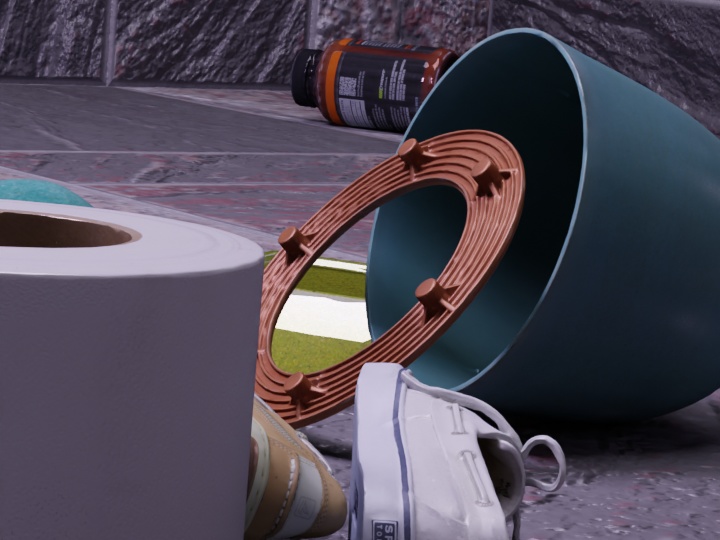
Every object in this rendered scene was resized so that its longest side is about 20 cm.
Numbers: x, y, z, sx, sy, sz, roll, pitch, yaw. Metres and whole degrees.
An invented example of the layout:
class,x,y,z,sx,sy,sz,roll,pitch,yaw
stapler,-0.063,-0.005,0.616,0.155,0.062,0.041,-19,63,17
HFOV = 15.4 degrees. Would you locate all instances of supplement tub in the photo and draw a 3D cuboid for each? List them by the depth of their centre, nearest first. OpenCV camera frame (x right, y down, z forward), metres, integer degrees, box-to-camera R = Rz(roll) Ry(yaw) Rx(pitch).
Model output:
class,x,y,z,sx,sy,sz,roll,pitch,yaw
supplement tub,0.019,-0.224,3.217,0.199,0.107,0.107,9,9,23

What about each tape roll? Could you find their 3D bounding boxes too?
class,x,y,z,sx,sy,sz,roll,pitch,yaw
tape roll,-0.138,0.052,0.986,0.202,0.140,0.203,5,8,-1

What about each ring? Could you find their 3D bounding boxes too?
class,x,y,z,sx,sy,sz,roll,pitch,yaw
ring,0.000,0.000,1.359,0.019,0.201,0.200,47,-13,-25

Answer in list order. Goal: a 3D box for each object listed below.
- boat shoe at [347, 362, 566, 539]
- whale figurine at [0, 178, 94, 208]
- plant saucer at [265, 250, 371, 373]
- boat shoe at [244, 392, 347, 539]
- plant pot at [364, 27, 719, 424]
class,x,y,z,sx,sy,sz,roll,pitch,yaw
boat shoe,0.039,0.086,1.083,0.086,0.075,0.202,4,10,-2
whale figurine,-0.208,-0.008,1.341,0.199,0.104,0.159,21,-15,-23
plant saucer,-0.022,0.025,1.585,0.199,0.048,0.200,8,8,23
boat shoe,-0.059,0.079,1.153,0.076,0.072,0.200,17,10,-22
plant pot,0.123,-0.008,1.419,0.161,0.201,0.200,19,0,-28
